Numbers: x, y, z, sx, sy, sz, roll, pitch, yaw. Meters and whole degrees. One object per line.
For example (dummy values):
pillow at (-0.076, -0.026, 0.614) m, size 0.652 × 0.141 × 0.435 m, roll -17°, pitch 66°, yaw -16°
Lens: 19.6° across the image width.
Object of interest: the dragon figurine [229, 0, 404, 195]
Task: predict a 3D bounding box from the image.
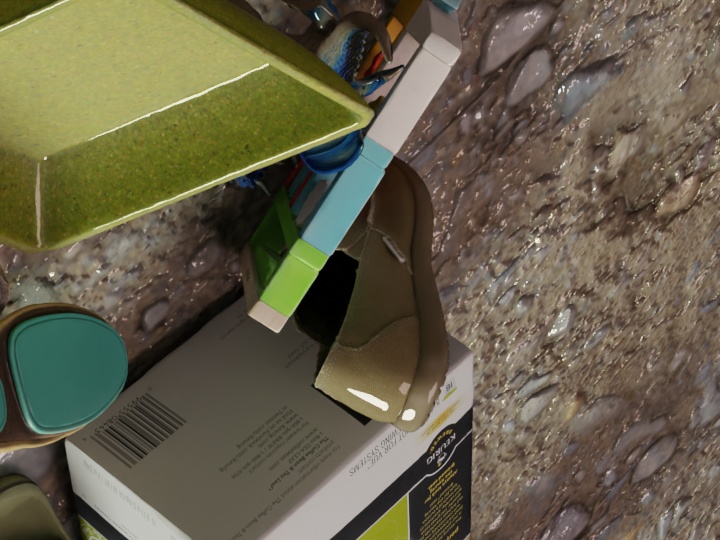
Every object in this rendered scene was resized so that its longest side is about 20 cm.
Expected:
dragon figurine at (-0.020, -0.088, 1.017) m, size 0.099 × 0.199 × 0.059 m, roll 43°, pitch 60°, yaw -30°

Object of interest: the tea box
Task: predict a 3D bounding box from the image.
tea box at (-0.045, 0.132, 1.196) m, size 0.200 × 0.133 × 0.198 m, roll -38°, pitch 146°, yaw -30°

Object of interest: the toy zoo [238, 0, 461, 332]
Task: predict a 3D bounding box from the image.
toy zoo at (-0.001, -0.071, 1.090) m, size 0.201 × 0.020 × 0.131 m, roll -57°, pitch -168°, yaw 8°

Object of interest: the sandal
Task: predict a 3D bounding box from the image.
sandal at (-0.181, 0.176, 1.151) m, size 0.080 × 0.057 × 0.201 m, roll -44°, pitch 148°, yaw -12°

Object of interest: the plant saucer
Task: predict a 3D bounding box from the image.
plant saucer at (-0.125, -0.080, 0.901) m, size 0.198 × 0.048 × 0.200 m, roll -20°, pitch 158°, yaw 25°

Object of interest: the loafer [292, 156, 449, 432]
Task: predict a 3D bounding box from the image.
loafer at (0.000, 0.000, 1.111) m, size 0.067 × 0.201 × 0.076 m, roll 15°, pitch 122°, yaw -21°

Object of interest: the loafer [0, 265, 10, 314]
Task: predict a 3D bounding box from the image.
loafer at (-0.231, 0.026, 0.929) m, size 0.199 × 0.063 × 0.072 m, roll -5°, pitch 126°, yaw -50°

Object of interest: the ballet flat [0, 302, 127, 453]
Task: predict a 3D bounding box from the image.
ballet flat at (-0.184, 0.057, 0.991) m, size 0.200 × 0.062 × 0.069 m, roll -21°, pitch 104°, yaw -64°
